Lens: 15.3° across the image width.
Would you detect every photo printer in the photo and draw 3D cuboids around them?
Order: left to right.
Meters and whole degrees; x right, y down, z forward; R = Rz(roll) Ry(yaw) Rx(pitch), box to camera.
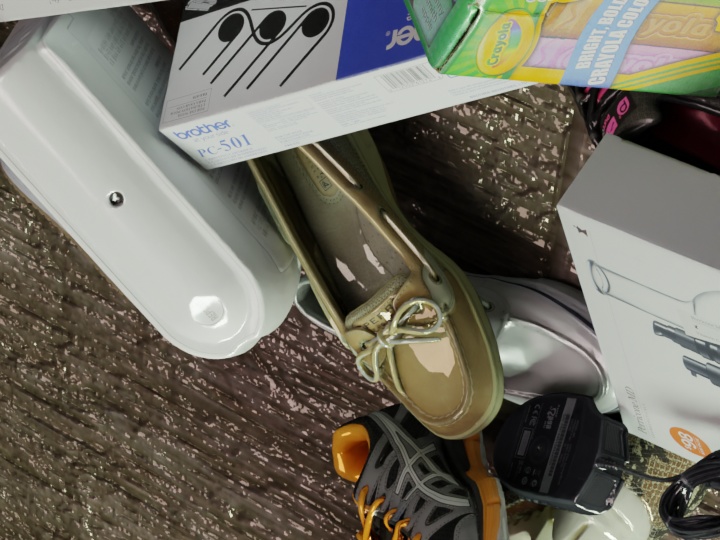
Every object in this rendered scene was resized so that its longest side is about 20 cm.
[{"bbox_3d":[-0.108,-0.051,1.382,0.069,0.167,0.200,-38,105,16],"label":"photo printer"}]

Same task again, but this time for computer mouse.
[{"bbox_3d":[0.137,0.099,1.309,0.200,0.034,0.059,10,78,54],"label":"computer mouse"}]

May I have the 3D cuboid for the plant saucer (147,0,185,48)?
[{"bbox_3d":[-0.040,-0.175,1.389,0.199,0.034,0.201,21,126,31],"label":"plant saucer"}]

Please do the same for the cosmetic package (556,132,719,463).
[{"bbox_3d":[0.181,0.035,1.244,0.150,0.052,0.200,26,156,31],"label":"cosmetic package"}]

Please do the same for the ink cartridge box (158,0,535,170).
[{"bbox_3d":[-0.002,-0.118,1.292,0.199,0.095,0.044,-13,145,33],"label":"ink cartridge box"}]

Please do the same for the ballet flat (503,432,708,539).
[{"bbox_3d":[0.104,0.138,1.407,0.200,0.075,0.068,-28,106,45],"label":"ballet flat"}]

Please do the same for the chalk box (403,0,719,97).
[{"bbox_3d":[0.084,-0.163,1.151,0.124,0.199,0.125,-56,41,44],"label":"chalk box"}]

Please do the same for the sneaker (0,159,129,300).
[{"bbox_3d":[-0.123,-0.058,1.498,0.200,0.071,0.113,36,135,22],"label":"sneaker"}]

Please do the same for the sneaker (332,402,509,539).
[{"bbox_3d":[0.035,0.130,1.367,0.077,0.200,0.079,-8,115,-6],"label":"sneaker"}]

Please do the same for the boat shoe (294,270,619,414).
[{"bbox_3d":[0.053,0.039,1.402,0.199,0.067,0.074,17,123,33],"label":"boat shoe"}]

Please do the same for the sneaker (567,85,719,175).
[{"bbox_3d":[0.133,-0.089,1.252,0.199,0.084,0.077,32,129,27],"label":"sneaker"}]

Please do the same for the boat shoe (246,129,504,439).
[{"bbox_3d":[0.001,-0.002,1.353,0.073,0.063,0.201,-34,76,32],"label":"boat shoe"}]

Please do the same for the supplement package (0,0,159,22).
[{"bbox_3d":[-0.112,-0.198,1.304,0.199,0.156,0.112,-2,111,41],"label":"supplement package"}]
